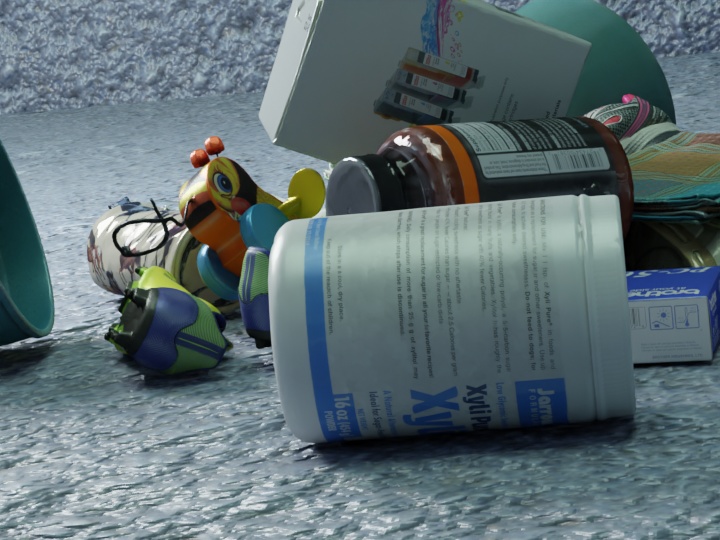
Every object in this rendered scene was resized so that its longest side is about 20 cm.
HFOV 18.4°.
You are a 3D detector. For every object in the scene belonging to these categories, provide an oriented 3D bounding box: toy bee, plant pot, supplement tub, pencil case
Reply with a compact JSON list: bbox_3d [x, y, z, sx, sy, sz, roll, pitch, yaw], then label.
[{"bbox_3d":[-0.082,-0.042,1.587,0.130,0.109,0.200,-20,-36,19],"label":"toy bee"},{"bbox_3d":[-0.348,-0.014,1.620,0.187,0.201,0.200,-21,9,4],"label":"plant pot"},{"bbox_3d":[0.054,0.028,1.268,0.199,0.133,0.132,-5,10,7],"label":"supplement tub"},{"bbox_3d":[-0.146,-0.013,1.753,0.090,0.078,0.200,-52,25,-14],"label":"pencil case"},{"bbox_3d":[0.141,-0.115,1.882,0.200,0.202,0.161,4,25,45],"label":"plant pot"},{"bbox_3d":[0.078,-0.046,1.488,0.199,0.108,0.107,-6,9,-30],"label":"supplement tub"}]

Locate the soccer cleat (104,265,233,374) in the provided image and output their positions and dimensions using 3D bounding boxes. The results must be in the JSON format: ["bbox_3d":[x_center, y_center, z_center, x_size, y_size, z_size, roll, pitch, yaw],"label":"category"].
[{"bbox_3d":[-0.132,0.041,1.562,0.083,0.065,0.200,23,2,-8],"label":"soccer cleat"}]

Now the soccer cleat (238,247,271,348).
[{"bbox_3d":[0.000,0.000,1.549,0.199,0.084,0.065,-14,13,-40],"label":"soccer cleat"}]

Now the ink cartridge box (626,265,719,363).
[{"bbox_3d":[0.134,0.032,1.444,0.199,0.044,0.094,-3,11,16],"label":"ink cartridge box"}]

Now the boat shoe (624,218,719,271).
[{"bbox_3d":[0.203,-0.014,1.601,0.063,0.074,0.200,-6,16,-32],"label":"boat shoe"}]

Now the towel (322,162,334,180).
[{"bbox_3d":[0.071,-0.042,1.651,0.152,0.024,0.200,14,9,-25],"label":"towel"}]

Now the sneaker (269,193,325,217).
[{"bbox_3d":[-0.016,-0.015,1.747,0.115,0.081,0.199,-10,17,-42],"label":"sneaker"}]

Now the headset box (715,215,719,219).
[{"bbox_3d":[0.295,-0.045,1.704,0.148,0.075,0.200,3,13,39],"label":"headset box"}]

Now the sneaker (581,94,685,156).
[{"bbox_3d":[0.181,-0.085,1.743,0.075,0.081,0.200,46,37,20],"label":"sneaker"}]

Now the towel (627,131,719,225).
[{"bbox_3d":[0.239,-0.072,1.619,0.146,0.022,0.200,4,20,39],"label":"towel"}]

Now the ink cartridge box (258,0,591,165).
[{"bbox_3d":[0.041,-0.138,1.625,0.199,0.145,0.145,19,8,-10],"label":"ink cartridge box"}]
